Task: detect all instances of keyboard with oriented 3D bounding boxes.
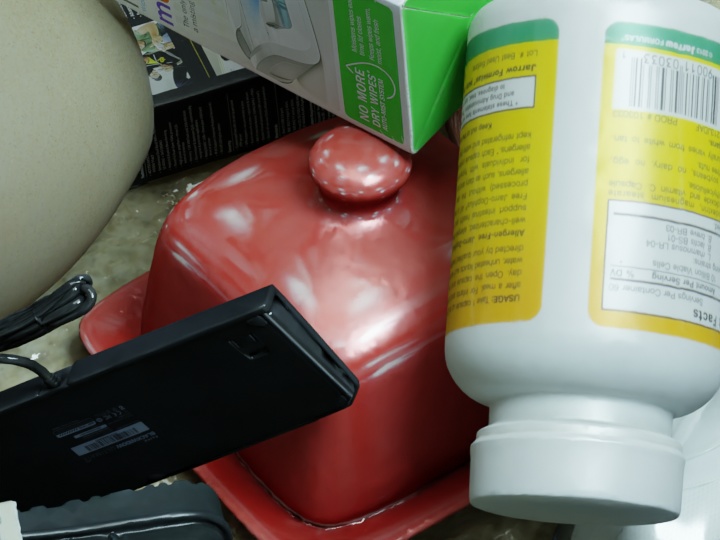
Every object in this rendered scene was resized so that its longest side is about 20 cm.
[{"bbox_3d":[-0.114,0.048,1.156,0.200,0.127,0.021,-22,46,23],"label":"keyboard"}]

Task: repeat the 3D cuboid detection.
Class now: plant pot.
[{"bbox_3d":[-0.173,-0.073,1.290,0.134,0.200,0.200,-22,48,-26],"label":"plant pot"}]

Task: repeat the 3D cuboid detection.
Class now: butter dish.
[{"bbox_3d":[0.000,0.000,1.244,0.199,0.148,0.200,-28,51,-23],"label":"butter dish"}]

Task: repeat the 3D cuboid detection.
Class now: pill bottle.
[{"bbox_3d":[0.092,-0.003,1.144,0.113,0.113,0.200,3,79,4],"label":"pill bottle"}]

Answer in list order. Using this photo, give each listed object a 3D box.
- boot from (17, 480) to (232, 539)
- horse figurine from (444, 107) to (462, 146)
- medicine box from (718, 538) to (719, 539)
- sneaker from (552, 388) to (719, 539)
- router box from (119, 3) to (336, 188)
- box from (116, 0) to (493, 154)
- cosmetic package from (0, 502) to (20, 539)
[{"bbox_3d":[-0.118,0.174,1.130,0.198,0.073,0.163,-13,52,-9],"label":"boot"},{"bbox_3d":[0.117,-0.052,1.364,0.200,0.050,0.133,22,46,19],"label":"horse figurine"},{"bbox_3d":[0.233,0.128,1.028,0.200,0.182,0.103,20,30,-40],"label":"medicine box"},{"bbox_3d":[0.162,0.076,1.231,0.087,0.075,0.200,33,60,15],"label":"sneaker"},{"bbox_3d":[-0.092,-0.138,1.452,0.149,0.051,0.200,-17,47,-13],"label":"router box"},{"bbox_3d":[0.010,-0.173,1.238,0.176,0.097,0.200,30,59,26],"label":"box"},{"bbox_3d":[-0.205,0.157,0.987,0.200,0.073,0.104,-12,47,-9],"label":"cosmetic package"}]
